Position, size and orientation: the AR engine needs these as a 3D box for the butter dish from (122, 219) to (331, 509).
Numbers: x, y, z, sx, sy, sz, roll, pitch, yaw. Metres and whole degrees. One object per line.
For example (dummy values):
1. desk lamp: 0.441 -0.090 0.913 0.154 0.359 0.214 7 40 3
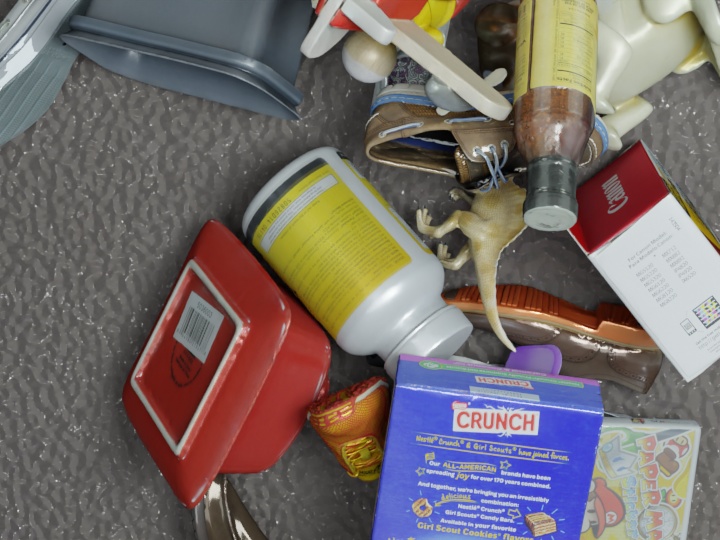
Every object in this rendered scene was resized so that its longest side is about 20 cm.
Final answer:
1. butter dish: -0.093 0.089 1.574 0.147 0.200 0.200 18 106 -33

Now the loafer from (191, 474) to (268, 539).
1. loafer: -0.106 0.255 1.639 0.071 0.073 0.201 -11 100 -1

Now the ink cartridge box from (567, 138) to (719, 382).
1. ink cartridge box: 0.230 -0.029 1.466 0.084 0.200 0.176 -38 102 11

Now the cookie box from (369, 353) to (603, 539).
1. cookie box: 0.098 0.181 1.481 0.170 0.075 0.201 8 109 -2

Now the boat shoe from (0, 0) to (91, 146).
1. boat shoe: -0.295 -0.193 1.613 0.200 0.073 0.067 -46 62 11

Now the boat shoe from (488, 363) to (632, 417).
1. boat shoe: 0.180 0.140 1.577 0.200 0.066 0.070 30 100 4

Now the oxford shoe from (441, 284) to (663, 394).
1. oxford shoe: 0.161 0.061 1.570 0.199 0.071 0.073 12 109 10

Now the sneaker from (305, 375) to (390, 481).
1. sneaker: 0.003 0.135 1.534 0.073 0.200 0.077 -22 78 4

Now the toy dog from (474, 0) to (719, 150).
1. toy dog: 0.192 -0.198 1.499 0.199 0.140 0.195 -21 75 11

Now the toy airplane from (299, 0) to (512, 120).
1. toy airplane: 0.017 -0.198 1.423 0.198 0.201 0.141 10 135 -18

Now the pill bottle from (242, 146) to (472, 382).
1. pill bottle: 0.000 0.000 1.543 0.112 0.112 0.200 -44 76 11

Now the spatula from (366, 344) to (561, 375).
1. spatula: 0.086 0.081 1.566 0.199 0.021 0.057 6 66 35

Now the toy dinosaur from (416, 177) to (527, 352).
1. toy dinosaur: 0.101 -0.033 1.539 0.101 0.058 0.201 -4 63 37

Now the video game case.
1. video game case: 0.189 0.220 1.553 0.181 0.023 0.201 3 106 -7

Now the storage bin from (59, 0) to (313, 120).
1. storage bin: -0.126 -0.221 1.543 0.199 0.146 0.135 17 84 24

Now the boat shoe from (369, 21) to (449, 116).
1. boat shoe: 0.042 -0.188 1.545 0.072 0.069 0.201 9 100 -15

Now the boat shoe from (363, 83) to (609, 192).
1. boat shoe: 0.098 -0.099 1.469 0.199 0.073 0.072 5 139 21

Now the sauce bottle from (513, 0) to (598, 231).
1. sauce bottle: 0.146 -0.126 1.381 0.066 0.066 0.201 3 66 8
